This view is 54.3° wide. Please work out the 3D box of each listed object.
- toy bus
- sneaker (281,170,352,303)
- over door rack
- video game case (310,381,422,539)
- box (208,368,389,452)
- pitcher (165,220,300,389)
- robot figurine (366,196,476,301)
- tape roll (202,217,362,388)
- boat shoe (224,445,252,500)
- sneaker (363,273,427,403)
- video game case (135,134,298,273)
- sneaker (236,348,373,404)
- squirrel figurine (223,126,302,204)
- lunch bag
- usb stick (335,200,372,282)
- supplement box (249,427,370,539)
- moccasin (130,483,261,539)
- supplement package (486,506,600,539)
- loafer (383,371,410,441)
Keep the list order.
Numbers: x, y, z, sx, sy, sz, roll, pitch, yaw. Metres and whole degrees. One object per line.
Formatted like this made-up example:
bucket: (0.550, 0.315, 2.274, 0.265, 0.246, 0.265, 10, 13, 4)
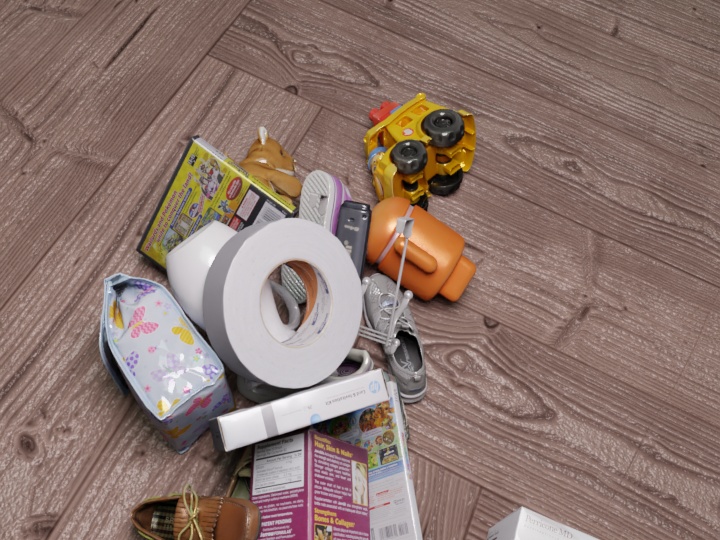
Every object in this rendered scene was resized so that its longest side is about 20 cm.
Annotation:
toy bus: (0.071, -0.207, 1.192, 0.199, 0.137, 0.191, -39, 58, -23)
sneaker: (-0.056, -0.044, 1.106, 0.071, 0.114, 0.206, 16, 90, 25)
over door rack: (0.000, 0.000, 0.969, 0.144, 0.205, 0.066, 16, 26, 22)
video game case: (0.002, 0.265, 0.918, 0.141, 0.018, 0.205, -25, 58, 26)
box: (-0.080, 0.169, 0.849, 0.195, 0.156, 0.042, -15, 82, -20)
pitcher: (-0.161, 0.030, 0.952, 0.202, 0.119, 0.172, 56, 26, -15)
robot figurine: (0.081, -0.034, 1.084, 0.198, 0.117, 0.145, 33, 45, -3)
tape roll: (-0.093, 0.040, 0.872, 0.196, 0.065, 0.207, 1, 89, -36)
boat shoe: (-0.131, 0.271, 0.913, 0.074, 0.074, 0.204, 18, 60, 4)
sneaker: (0.059, 0.087, 1.040, 0.073, 0.083, 0.204, -14, 63, -15)
video game case: (-0.210, -0.058, 1.017, 0.179, 0.202, 0.026, 35, 22, 0)
sneaker: (-0.076, 0.136, 0.984, 0.194, 0.100, 0.077, -5, 62, -9)
squirrel figurine: (-0.187, -0.142, 1.109, 0.194, 0.143, 0.190, 11, 53, -4)
lunch bag: (-0.265, 0.118, 0.927, 0.126, 0.171, 0.201, -33, 71, -19)
usb stick: (-0.020, 0.001, 1.038, 0.054, 0.206, 0.032, 14, 11, 29)
supplement box: (-0.061, 0.310, 0.845, 0.101, 0.130, 0.205, -18, 58, 30)
moccasin: (-0.196, 0.294, 0.827, 0.198, 0.077, 0.076, -4, 64, 39)
supplement package: (0.233, 0.427, 0.833, 0.187, 0.148, 0.203, 20, 60, 4)
loafer: (0.041, 0.245, 0.966, 0.061, 0.072, 0.205, 14, 65, -22)
